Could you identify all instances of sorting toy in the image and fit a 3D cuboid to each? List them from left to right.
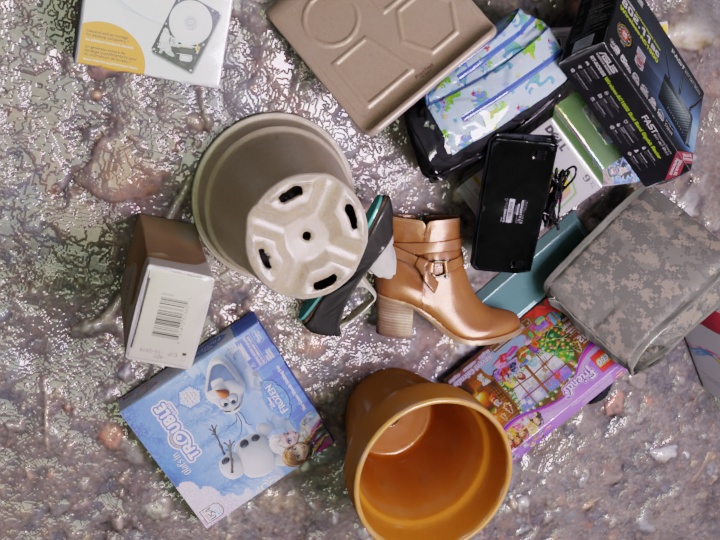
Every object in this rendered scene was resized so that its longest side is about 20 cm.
[{"bbox_3d":[0.022,-0.271,1.065,0.184,0.036,0.201,-39,76,-2],"label":"sorting toy"}]

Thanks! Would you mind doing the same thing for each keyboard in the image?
[{"bbox_3d":[0.187,-0.079,1.122,0.102,0.040,0.202,6,135,2],"label":"keyboard"}]

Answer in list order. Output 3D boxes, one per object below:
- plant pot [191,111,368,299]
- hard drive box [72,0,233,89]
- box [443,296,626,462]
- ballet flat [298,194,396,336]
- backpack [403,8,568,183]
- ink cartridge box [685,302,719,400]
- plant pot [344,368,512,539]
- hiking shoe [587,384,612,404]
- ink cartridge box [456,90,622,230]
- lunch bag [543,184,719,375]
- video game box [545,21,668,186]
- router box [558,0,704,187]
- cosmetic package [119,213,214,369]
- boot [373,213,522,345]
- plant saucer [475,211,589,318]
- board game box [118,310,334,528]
[{"bbox_3d":[-0.079,-0.060,1.071,0.197,0.184,0.204,-5,109,-15],"label":"plant pot"},{"bbox_3d":[-0.211,-0.307,1.009,0.154,0.077,0.203,6,105,-19],"label":"hard drive box"},{"bbox_3d":[0.225,0.137,1.257,0.199,0.137,0.039,-38,147,-2],"label":"box"},{"bbox_3d":[0.000,0.000,1.166,0.068,0.068,0.201,29,116,-11],"label":"ballet flat"},{"bbox_3d":[0.144,-0.203,1.107,0.197,0.163,0.156,-19,91,4],"label":"backpack"},{"bbox_3d":[0.542,0.081,1.331,0.144,0.145,0.202,-30,113,-6],"label":"ink cartridge box"},{"bbox_3d":[0.062,0.216,1.204,0.197,0.183,0.203,-5,108,-16],"label":"plant pot"},{"bbox_3d":[0.320,0.138,1.302,0.198,0.101,0.076,-27,120,-5],"label":"hiking shoe"},{"bbox_3d":[0.224,-0.123,1.160,0.199,0.059,0.104,-36,101,24],"label":"ink cartridge box"},{"bbox_3d":[0.351,0.019,1.224,0.199,0.164,0.118,-39,150,-8],"label":"lunch bag"},{"bbox_3d":[0.293,-0.206,1.216,0.179,0.047,0.203,-6,109,-13],"label":"video game box"},{"bbox_3d":[0.318,-0.220,1.116,0.200,0.062,0.151,47,46,-25],"label":"router box"},{"bbox_3d":[-0.213,0.017,1.045,0.070,0.200,0.107,13,103,-19],"label":"cosmetic package"},{"bbox_3d":[0.116,0.009,1.208,0.197,0.074,0.157,3,101,-11],"label":"boot"},{"bbox_3d":[0.228,0.012,1.281,0.199,0.019,0.070,-41,114,-3],"label":"plant saucer"},{"bbox_3d":[-0.163,0.188,1.201,0.198,0.043,0.201,-33,114,-4],"label":"board game box"}]
